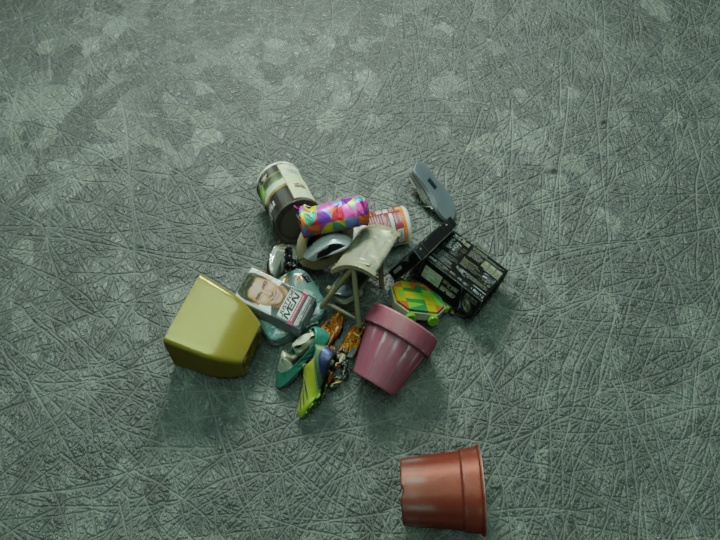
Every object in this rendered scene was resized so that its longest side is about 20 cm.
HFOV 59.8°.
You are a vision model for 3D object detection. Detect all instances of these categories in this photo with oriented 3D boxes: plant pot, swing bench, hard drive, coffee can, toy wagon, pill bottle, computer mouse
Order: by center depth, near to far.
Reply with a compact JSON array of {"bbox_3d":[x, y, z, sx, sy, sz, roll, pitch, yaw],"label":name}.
[{"bbox_3d":[0.190,0.517,1.472,0.189,0.202,0.206,-3,63,6],"label":"plant pot"},{"bbox_3d":[0.075,0.212,1.621,0.196,0.200,0.182,27,81,11],"label":"plant pot"},{"bbox_3d":[-0.364,0.169,1.623,0.196,0.197,0.198,23,64,3],"label":"plant pot"},{"bbox_3d":[-0.118,-0.060,1.658,0.195,0.045,0.110,-21,24,8],"label":"computer mouse"},{"bbox_3d":[0.000,0.000,1.673,0.127,0.203,0.200,24,40,10],"label":"swing bench"},{"bbox_3d":[0.174,0.085,1.726,0.194,0.040,0.157,7,38,-18],"label":"toy wagon"},{"bbox_3d":[0.175,-0.061,1.748,0.038,0.139,0.200,48,50,-1],"label":"hard drive"},{"bbox_3d":[-0.206,-0.196,1.795,0.143,0.149,0.202,-20,46,-12],"label":"coffee can"},{"bbox_3d":[0.044,-0.114,1.815,0.194,0.110,0.112,-12,64,-8],"label":"pill bottle"}]

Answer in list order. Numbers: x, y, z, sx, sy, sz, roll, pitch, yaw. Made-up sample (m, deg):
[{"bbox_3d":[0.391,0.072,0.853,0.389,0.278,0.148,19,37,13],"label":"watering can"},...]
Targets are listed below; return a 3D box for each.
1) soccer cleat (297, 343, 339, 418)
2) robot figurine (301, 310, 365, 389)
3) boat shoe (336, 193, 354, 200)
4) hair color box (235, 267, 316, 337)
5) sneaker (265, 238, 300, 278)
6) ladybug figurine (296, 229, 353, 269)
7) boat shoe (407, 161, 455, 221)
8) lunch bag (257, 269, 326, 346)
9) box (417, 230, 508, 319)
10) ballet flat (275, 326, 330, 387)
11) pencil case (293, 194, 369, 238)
[{"bbox_3d":[-0.122,0.280,1.599,0.082,0.064,0.204,29,106,18],"label":"soccer cleat"},{"bbox_3d":[-0.075,0.213,1.676,0.142,0.059,0.202,26,65,13],"label":"robot figurine"},{"bbox_3d":[-0.087,-0.151,1.856,0.074,0.060,0.201,49,65,-26],"label":"boat shoe"},{"bbox_3d":[-0.223,0.084,1.648,0.196,0.061,0.101,24,65,10],"label":"hair color box"},{"bbox_3d":[-0.205,-0.034,1.756,0.090,0.077,0.202,20,37,-1],"label":"sneaker"},{"bbox_3d":[-0.099,-0.089,1.736,0.135,0.072,0.200,40,109,-17],"label":"ladybug figurine"},{"bbox_3d":[0.206,-0.228,1.901,0.075,0.086,0.203,-44,102,-26],"label":"boat shoe"},{"bbox_3d":[-0.193,0.102,1.717,0.197,0.078,0.162,-31,68,-16],"label":"lunch bag"},{"bbox_3d":[0.284,0.010,1.751,0.198,0.087,0.163,37,49,15],"label":"box"},{"bbox_3d":[-0.167,0.217,1.626,0.200,0.070,0.068,-44,37,8],"label":"ballet flat"},{"bbox_3d":[-0.073,-0.143,1.633,0.194,0.089,0.091,-10,64,-4],"label":"pencil case"}]
